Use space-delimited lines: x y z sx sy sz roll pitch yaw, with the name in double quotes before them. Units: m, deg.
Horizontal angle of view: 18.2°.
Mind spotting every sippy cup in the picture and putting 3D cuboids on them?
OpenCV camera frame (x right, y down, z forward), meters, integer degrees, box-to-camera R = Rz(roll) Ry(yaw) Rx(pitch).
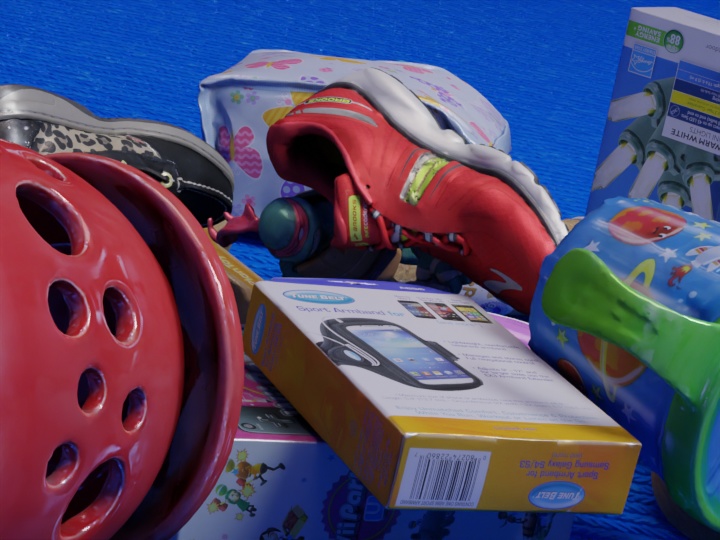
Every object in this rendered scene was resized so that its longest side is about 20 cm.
"sippy cup" 0.153 0.033 1.048 0.140 0.178 0.130 -38 47 -21

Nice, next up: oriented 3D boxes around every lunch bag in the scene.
"lunch bag" -0.001 -0.081 1.539 0.200 0.127 0.170 3 13 7

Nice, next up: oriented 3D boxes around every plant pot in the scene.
"plant pot" -0.163 0.039 0.899 0.200 0.201 0.182 21 12 30

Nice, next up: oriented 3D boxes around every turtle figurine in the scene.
"turtle figurine" 0.000 0.000 1.228 0.150 0.101 0.200 -20 -19 34

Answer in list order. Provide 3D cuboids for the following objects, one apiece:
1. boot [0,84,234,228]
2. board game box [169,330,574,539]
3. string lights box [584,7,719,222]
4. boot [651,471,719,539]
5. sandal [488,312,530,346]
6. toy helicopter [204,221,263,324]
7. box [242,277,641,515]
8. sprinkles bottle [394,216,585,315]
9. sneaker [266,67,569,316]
"boot" -0.133 -0.006 1.207 0.073 0.154 0.203 -27 -25 29
"board game box" -0.015 0.083 1.081 0.200 0.064 0.148 3 18 -24
"string lights box" 0.212 -0.063 1.478 0.103 0.200 0.059 23 19 37
"boot" 0.216 0.092 1.192 0.144 0.071 0.201 8 19 -25
"sandal" 0.150 0.049 1.327 0.202 0.050 0.082 13 16 4
"toy helicopter" -0.109 -0.014 1.333 0.200 0.079 0.132 36 20 28
"box" 0.028 0.052 1.035 0.119 0.042 0.200 5 17 -26
"sprinkles bottle" 0.074 -0.004 1.423 0.200 0.068 0.068 3 18 -26
"sneaker" 0.027 -0.027 1.144 0.085 0.077 0.200 -28 46 -30
